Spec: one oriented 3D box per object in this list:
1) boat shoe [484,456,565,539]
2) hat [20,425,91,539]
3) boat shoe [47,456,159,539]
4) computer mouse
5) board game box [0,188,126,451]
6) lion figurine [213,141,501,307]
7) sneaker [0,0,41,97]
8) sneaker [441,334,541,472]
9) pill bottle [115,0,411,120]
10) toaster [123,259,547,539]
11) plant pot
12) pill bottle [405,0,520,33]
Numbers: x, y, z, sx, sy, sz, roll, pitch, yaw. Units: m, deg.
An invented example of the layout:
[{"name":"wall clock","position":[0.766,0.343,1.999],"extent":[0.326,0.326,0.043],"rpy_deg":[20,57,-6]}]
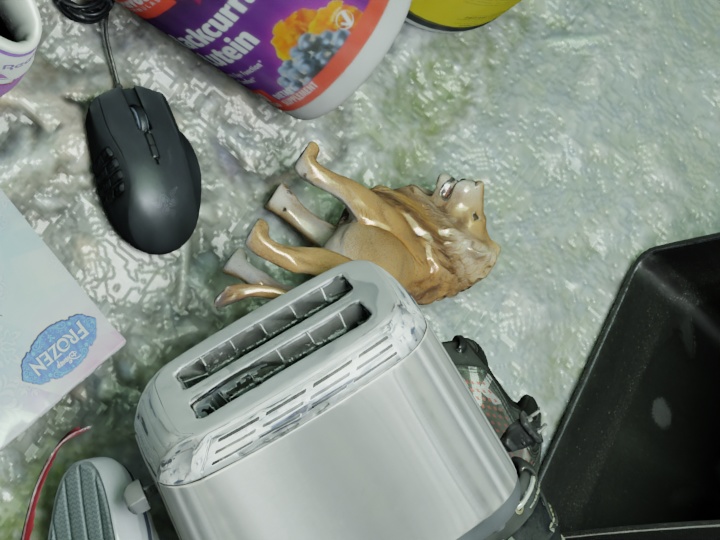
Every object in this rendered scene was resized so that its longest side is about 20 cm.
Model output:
[{"name":"boat shoe","position":[0.012,0.163,1.367],"extent":[0.200,0.072,0.068],"rpy_deg":[-28,122,-14]},{"name":"hat","position":[-0.190,0.206,1.235],"extent":[0.165,0.176,0.201],"rpy_deg":[-18,83,-26]},{"name":"boat shoe","position":[-0.109,0.192,1.350],"extent":[0.067,0.073,0.201],"rpy_deg":[-4,87,-41]},{"name":"computer mouse","position":[-0.125,-0.106,1.435],"extent":[0.058,0.034,0.201],"rpy_deg":[-11,80,-26]},{"name":"board game box","position":[-0.253,0.023,1.334],"extent":[0.200,0.043,0.199],"rpy_deg":[-41,94,-28]},{"name":"lion figurine","position":[0.000,0.000,1.415],"extent":[0.122,0.073,0.200],"rpy_deg":[36,35,-3]},{"name":"sneaker","position":[-0.242,-0.170,1.353],"extent":[0.200,0.114,0.073],"rpy_deg":[37,65,-10]},{"name":"sneaker","position":[0.016,0.070,1.432],"extent":[0.200,0.071,0.098],"rpy_deg":[25,67,-19]},{"name":"pill bottle","position":[-0.079,-0.175,1.416],"extent":[0.200,0.111,0.112],"rpy_deg":[32,65,-24]},{"name":"toaster","position":[-0.014,0.086,1.312],"extent":[0.200,0.114,0.129],"rpy_deg":[-29,117,-2]},{"name":"plant pot","position":[0.239,0.103,1.469],"extent":[0.177,0.199,0.200],"rpy_deg":[37,63,-24]},{"name":"pill bottle","position":[0.081,-0.211,1.465],"extent":[0.112,0.200,0.112],"rpy_deg":[7,73,-23]}]
